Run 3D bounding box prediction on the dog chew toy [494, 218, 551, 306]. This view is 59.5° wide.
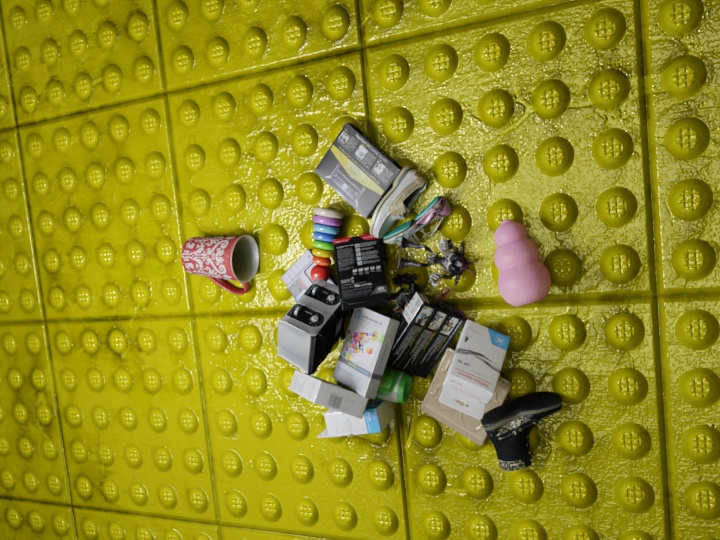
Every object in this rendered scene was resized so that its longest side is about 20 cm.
[{"bbox_3d":[0.370,-0.021,1.480,0.123,0.124,0.204,-19,81,24],"label":"dog chew toy"}]

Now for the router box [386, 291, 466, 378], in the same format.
[{"bbox_3d":[0.153,0.167,1.586,0.202,0.147,0.051,-58,30,19],"label":"router box"}]

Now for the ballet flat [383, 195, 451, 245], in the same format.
[{"bbox_3d":[0.148,-0.109,1.598,0.199,0.069,0.071,-36,102,23],"label":"ballet flat"}]

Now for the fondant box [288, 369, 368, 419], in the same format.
[{"bbox_3d":[-0.085,0.317,1.619,0.142,0.199,0.059,24,81,-22],"label":"fondant box"}]

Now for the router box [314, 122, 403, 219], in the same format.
[{"bbox_3d":[-0.003,-0.260,1.645,0.200,0.052,0.158,44,111,13],"label":"router box"}]

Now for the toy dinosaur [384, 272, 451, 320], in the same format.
[{"bbox_3d":[0.137,0.081,1.618,0.198,0.102,0.137,-34,114,6],"label":"toy dinosaur"}]

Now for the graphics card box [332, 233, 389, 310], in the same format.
[{"bbox_3d":[0.000,0.000,1.598,0.123,0.051,0.203,-9,49,0],"label":"graphics card box"}]

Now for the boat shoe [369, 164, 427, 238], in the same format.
[{"bbox_3d":[0.095,-0.164,1.594,0.068,0.074,0.202,35,102,22],"label":"boat shoe"}]

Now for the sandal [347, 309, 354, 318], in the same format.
[{"bbox_3d":[-0.020,0.044,1.684,0.044,0.075,0.204,-14,89,16],"label":"sandal"}]

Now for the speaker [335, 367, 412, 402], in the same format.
[{"bbox_3d":[0.035,0.291,1.683,0.196,0.088,0.090,13,102,22],"label":"speaker"}]

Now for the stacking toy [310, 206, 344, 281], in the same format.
[{"bbox_3d":[-0.100,-0.065,1.687,0.084,0.085,0.204,13,97,21],"label":"stacking toy"}]

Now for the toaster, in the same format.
[{"bbox_3d":[-0.119,0.148,1.624,0.117,0.181,0.202,25,138,16],"label":"toaster"}]

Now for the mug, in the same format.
[{"bbox_3d":[-0.409,-0.017,1.818,0.196,0.133,0.182,4,97,26],"label":"mug"}]

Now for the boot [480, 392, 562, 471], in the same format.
[{"bbox_3d":[0.408,0.395,1.545,0.200,0.074,0.156,-20,108,4],"label":"boot"}]

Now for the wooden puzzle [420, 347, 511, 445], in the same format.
[{"bbox_3d":[0.269,0.319,1.609,0.183,0.046,0.203,28,112,19],"label":"wooden puzzle"}]

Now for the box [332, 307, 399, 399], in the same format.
[{"bbox_3d":[0.012,0.203,1.599,0.155,0.041,0.204,18,88,54],"label":"box"}]

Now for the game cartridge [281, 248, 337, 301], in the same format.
[{"bbox_3d":[-0.124,0.058,1.752,0.129,0.038,0.201,-42,80,18],"label":"game cartridge"}]

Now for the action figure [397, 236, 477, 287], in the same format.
[{"bbox_3d":[0.191,-0.022,1.549,0.196,0.102,0.121,10,98,6],"label":"action figure"}]

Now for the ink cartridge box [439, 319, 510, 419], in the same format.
[{"bbox_3d":[0.273,0.234,1.499,0.114,0.202,0.067,22,148,7],"label":"ink cartridge box"}]

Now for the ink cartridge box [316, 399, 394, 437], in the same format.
[{"bbox_3d":[-0.019,0.394,1.704,0.196,0.116,0.068,-12,93,24],"label":"ink cartridge box"}]
